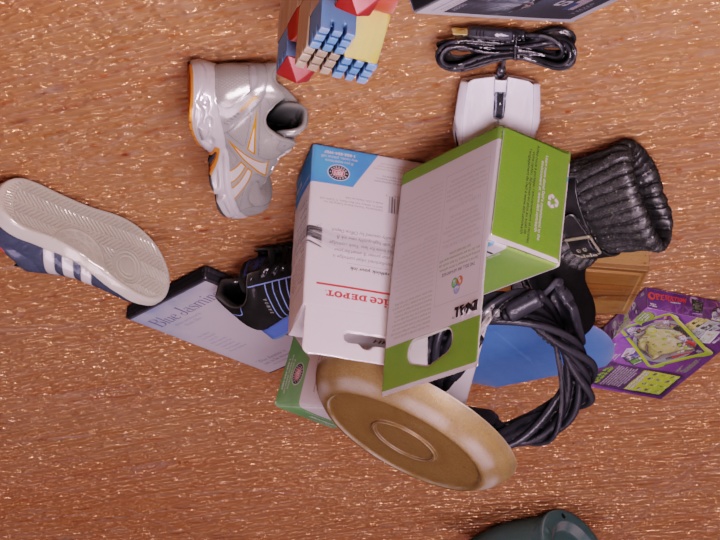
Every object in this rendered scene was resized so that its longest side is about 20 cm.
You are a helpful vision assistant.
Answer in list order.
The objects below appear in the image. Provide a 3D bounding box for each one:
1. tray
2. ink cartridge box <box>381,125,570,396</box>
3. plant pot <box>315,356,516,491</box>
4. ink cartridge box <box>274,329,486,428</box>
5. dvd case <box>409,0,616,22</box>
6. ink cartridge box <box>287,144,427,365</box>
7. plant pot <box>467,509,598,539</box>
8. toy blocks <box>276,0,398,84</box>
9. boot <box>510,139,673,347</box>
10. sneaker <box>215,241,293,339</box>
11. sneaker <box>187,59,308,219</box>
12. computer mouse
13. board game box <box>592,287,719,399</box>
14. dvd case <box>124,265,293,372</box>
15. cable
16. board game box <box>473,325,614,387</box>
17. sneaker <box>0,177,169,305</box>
[{"bbox_3d":[0.172,0.002,1.631,0.199,0.037,0.099,4,153,-3],"label":"tray"},{"bbox_3d":[0.091,0.003,1.365,0.075,0.201,0.148,17,158,-28],"label":"ink cartridge box"},{"bbox_3d":[0.043,0.143,1.485,0.199,0.028,0.200,25,156,12],"label":"plant pot"},{"bbox_3d":[0.021,0.076,1.613,0.087,0.146,0.200,25,162,-32],"label":"ink cartridge box"},{"bbox_3d":[0.148,-0.209,1.140,0.150,0.025,0.200,-21,171,39],"label":"dvd case"},{"bbox_3d":[0.000,0.000,1.461,0.115,0.201,0.068,9,152,-12],"label":"ink cartridge box"},{"bbox_3d":[0.234,0.429,2.310,0.200,0.201,0.188,23,132,-34],"label":"plant pot"},{"bbox_3d":[-0.010,-0.195,1.151,0.099,0.137,0.200,12,152,-18],"label":"toy blocks"},{"bbox_3d":[0.210,-0.017,1.499,0.157,0.080,0.211,-13,134,24],"label":"boot"},{"bbox_3d":[-0.065,0.004,1.620,0.078,0.070,0.200,30,139,-22],"label":"sneaker"},{"bbox_3d":[-0.085,-0.106,1.408,0.092,0.076,0.200,-5,153,5],"label":"sneaker"},{"bbox_3d":[0.115,-0.131,1.367,0.109,0.044,0.200,0,153,2],"label":"computer mouse"},{"bbox_3d":[0.312,0.080,1.780,0.119,0.032,0.200,7,152,-17],"label":"board game box"},{"bbox_3d":[-0.129,0.055,1.783,0.200,0.018,0.142,24,147,-35],"label":"dvd case"},{"bbox_3d":[0.132,0.101,1.497,0.163,0.051,0.200,-26,133,-9],"label":"cable"},{"bbox_3d":[0.164,0.067,1.753,0.199,0.039,0.158,-14,149,29],"label":"board game box"},{"bbox_3d":[-0.277,-0.019,1.596,0.200,0.075,0.084,32,140,-28],"label":"sneaker"}]
